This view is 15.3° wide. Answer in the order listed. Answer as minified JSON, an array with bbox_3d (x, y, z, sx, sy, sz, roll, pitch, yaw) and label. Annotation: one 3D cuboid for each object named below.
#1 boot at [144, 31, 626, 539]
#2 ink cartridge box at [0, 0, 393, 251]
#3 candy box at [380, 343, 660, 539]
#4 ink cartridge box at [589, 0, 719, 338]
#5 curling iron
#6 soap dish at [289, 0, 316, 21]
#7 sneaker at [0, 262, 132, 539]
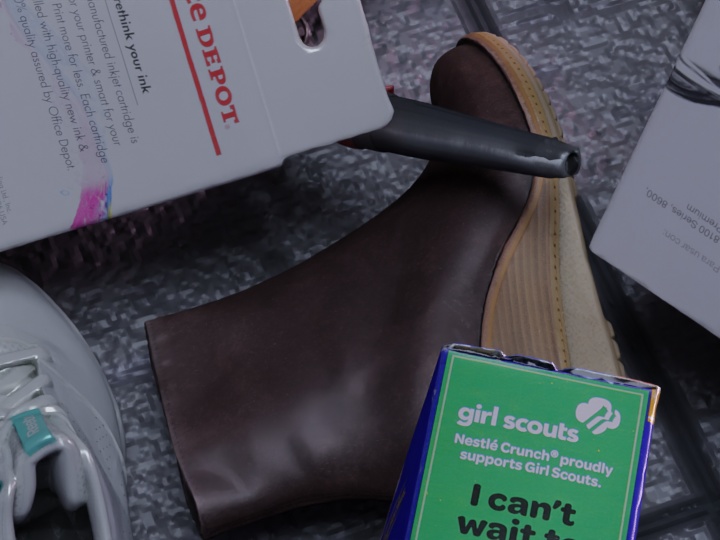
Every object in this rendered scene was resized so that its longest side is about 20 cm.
[{"bbox_3d":[0.000,0.000,0.992,0.165,0.073,0.201,-11,53,-4],"label":"boot"},{"bbox_3d":[-0.096,-0.080,0.979,0.199,0.067,0.118,-16,97,5],"label":"ink cartridge box"},{"bbox_3d":[0.031,0.152,0.843,0.077,0.169,0.201,11,59,-1],"label":"candy box"},{"bbox_3d":[0.180,-0.083,0.955,0.084,0.201,0.144,34,32,19],"label":"ink cartridge box"},{"bbox_3d":[0.008,-0.063,0.998,0.050,0.026,0.200,-43,36,-21],"label":"curling iron"},{"bbox_3d":[-0.074,-0.191,1.077,0.199,0.081,0.157,26,46,15],"label":"soap dish"},{"bbox_3d":[-0.113,0.067,0.933,0.075,0.089,0.201,-15,59,-11],"label":"sneaker"}]
